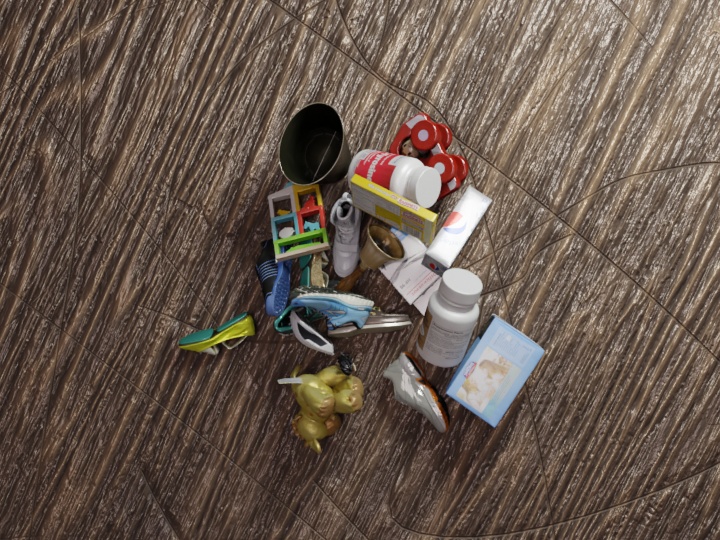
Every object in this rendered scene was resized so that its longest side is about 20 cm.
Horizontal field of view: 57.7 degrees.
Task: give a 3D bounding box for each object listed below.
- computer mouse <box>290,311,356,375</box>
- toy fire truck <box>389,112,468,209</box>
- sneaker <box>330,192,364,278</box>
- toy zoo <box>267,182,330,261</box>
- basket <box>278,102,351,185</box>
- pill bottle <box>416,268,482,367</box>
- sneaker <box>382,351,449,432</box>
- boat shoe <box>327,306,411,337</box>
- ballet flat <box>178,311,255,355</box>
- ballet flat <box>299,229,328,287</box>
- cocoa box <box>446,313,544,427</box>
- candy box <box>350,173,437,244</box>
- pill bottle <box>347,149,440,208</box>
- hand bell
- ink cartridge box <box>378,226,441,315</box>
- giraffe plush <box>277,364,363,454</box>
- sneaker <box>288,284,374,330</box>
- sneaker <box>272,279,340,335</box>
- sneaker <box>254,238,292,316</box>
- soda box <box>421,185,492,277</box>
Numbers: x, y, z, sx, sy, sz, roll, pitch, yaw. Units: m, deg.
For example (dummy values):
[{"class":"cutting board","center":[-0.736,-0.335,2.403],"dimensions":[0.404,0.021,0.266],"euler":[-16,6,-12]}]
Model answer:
[{"class":"computer mouse","center":[-0.094,0.167,1.488],"dimensions":[0.200,0.110,0.044],"euler":[42,93,-17]},{"class":"toy fire truck","center":[0.139,-0.245,1.497],"dimensions":[0.167,0.112,0.202],"euler":[-30,84,27]},{"class":"sneaker","center":[-0.036,-0.083,1.512],"dimensions":[0.074,0.115,0.204],"euler":[7,91,10]},{"class":"toy zoo","center":[-0.149,-0.128,1.542],"dimensions":[0.129,0.021,0.203],"euler":[-13,66,7]},{"class":"basket","center":[-0.090,-0.268,1.479],"dimensions":[0.134,0.200,0.182],"euler":[25,94,8]},{"class":"pill bottle","center":[0.197,0.102,1.430],"dimensions":[0.113,0.115,0.202],"euler":[19,125,9]},{"class":"sneaker","center":[0.128,0.293,1.510],"dimensions":[0.092,0.076,0.201],"euler":[-36,76,15]},{"class":"boat shoe","center":[0.020,0.115,1.524],"dimensions":[0.196,0.072,0.060],"euler":[-6,72,2]},{"class":"ballet flat","center":[-0.346,0.167,1.591],"dimensions":[0.197,0.067,0.068],"euler":[-23,107,7]},{"class":"ballet flat","center":[-0.107,-0.005,1.532],"dimensions":[0.070,0.065,0.203],"euler":[-41,40,44]},{"class":"cocoa box","center":[0.295,0.217,1.446],"dimensions":[0.132,0.131,0.202],"euler":[33,95,8]},{"class":"candy box","center":[0.069,-0.129,1.391],"dimensions":[0.198,0.103,0.027],"euler":[29,67,14]},{"class":"pill bottle","center":[0.075,-0.198,1.438],"dimensions":[0.198,0.111,0.114],"euler":[20,93,41]},{"class":"hand bell","center":[0.000,0.000,1.472],"dimensions":[0.104,0.104,0.200],"euler":[46,120,7]},{"class":"ink cartridge box","center":[0.120,-0.004,1.509],"dimensions":[0.116,0.067,0.200],"euler":[-43,83,6]},{"class":"giraffe plush","center":[-0.095,0.326,1.511],"dimensions":[0.196,0.173,0.165],"euler":[4,112,-1]},{"class":"sneaker","center":[-0.066,0.088,1.435],"dimensions":[0.197,0.078,0.091],"euler":[12,96,-23]},{"class":"sneaker","center":[-0.124,0.093,1.537],"dimensions":[0.199,0.091,0.078],"euler":[-36,85,7]},{"class":"sneaker","center":[-0.212,0.016,1.543],"dimensions":[0.077,0.070,0.203],"euler":[-5,60,19]},{"class":"soda box","center":[0.214,-0.086,1.458],"dimensions":[0.063,0.068,0.201],"euler":[32,71,8]}]
